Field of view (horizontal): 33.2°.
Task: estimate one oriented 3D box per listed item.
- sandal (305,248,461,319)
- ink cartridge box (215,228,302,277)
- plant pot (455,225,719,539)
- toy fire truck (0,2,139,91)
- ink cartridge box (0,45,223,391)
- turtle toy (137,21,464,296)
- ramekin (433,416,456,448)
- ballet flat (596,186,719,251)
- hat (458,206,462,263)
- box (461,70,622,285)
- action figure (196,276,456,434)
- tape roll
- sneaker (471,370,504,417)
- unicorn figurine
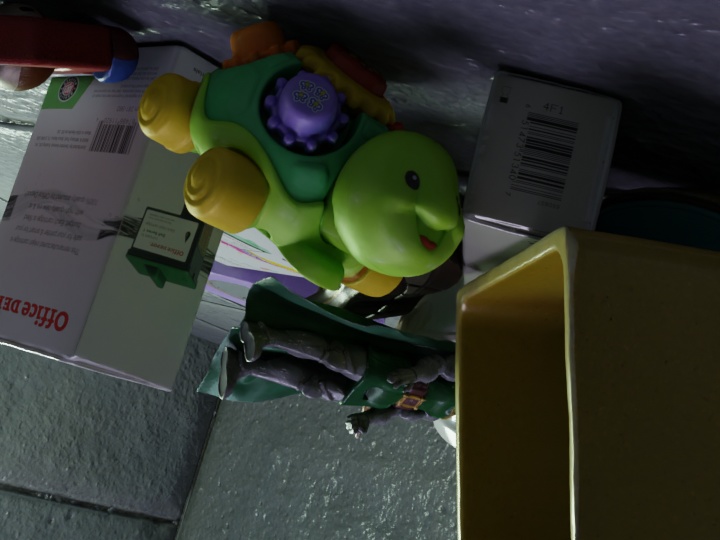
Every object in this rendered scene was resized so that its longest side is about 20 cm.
[{"bbox_3d":[0.000,0.000,0.770,0.080,0.056,0.200,-4,167,-22],"label":"sandal"},{"bbox_3d":[-0.071,-0.053,0.891,0.198,0.085,0.144,8,167,43],"label":"ink cartridge box"},{"bbox_3d":[0.166,0.094,0.614,0.196,0.199,0.194,1,171,-10],"label":"plant pot"},{"bbox_3d":[-0.224,-0.132,0.707,0.166,0.114,0.199,-7,-171,-38],"label":"toy fire truck"},{"bbox_3d":[-0.161,-0.036,0.784,0.145,0.203,0.084,9,168,46],"label":"ink cartridge box"},{"bbox_3d":[-0.018,-0.056,0.626,0.145,0.102,0.201,24,-160,-42],"label":"turtle toy"},{"bbox_3d":[0.157,0.084,1.038,0.199,0.096,0.203,-3,-163,1],"label":"ramekin"},{"bbox_3d":[0.222,-0.013,0.658,0.198,0.072,0.070,11,170,41],"label":"ballet flat"},{"bbox_3d":[0.081,0.007,0.978,0.197,0.082,0.201,16,172,2],"label":"hat"},{"bbox_3d":[0.097,-0.036,0.683,0.067,0.084,0.200,14,172,8],"label":"box"},{"bbox_3d":[0.010,0.067,0.760,0.197,0.055,0.118,12,141,-26],"label":"action figure"},{"bbox_3d":[-0.067,0.001,1.097,0.197,0.067,0.200,18,171,3],"label":"tape roll"},{"bbox_3d":[0.145,0.075,0.759,0.197,0.077,0.078,5,158,-35],"label":"sneaker"},{"bbox_3d":[0.075,0.023,0.834,0.198,0.138,0.074,-21,115,39],"label":"unicorn figurine"}]
